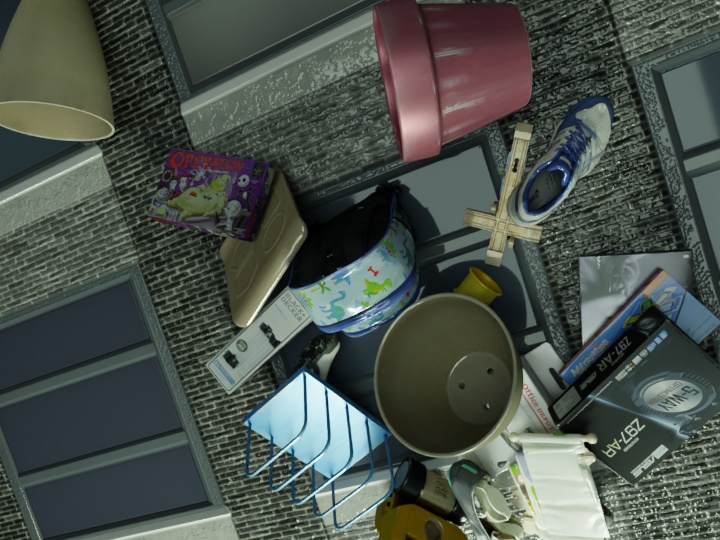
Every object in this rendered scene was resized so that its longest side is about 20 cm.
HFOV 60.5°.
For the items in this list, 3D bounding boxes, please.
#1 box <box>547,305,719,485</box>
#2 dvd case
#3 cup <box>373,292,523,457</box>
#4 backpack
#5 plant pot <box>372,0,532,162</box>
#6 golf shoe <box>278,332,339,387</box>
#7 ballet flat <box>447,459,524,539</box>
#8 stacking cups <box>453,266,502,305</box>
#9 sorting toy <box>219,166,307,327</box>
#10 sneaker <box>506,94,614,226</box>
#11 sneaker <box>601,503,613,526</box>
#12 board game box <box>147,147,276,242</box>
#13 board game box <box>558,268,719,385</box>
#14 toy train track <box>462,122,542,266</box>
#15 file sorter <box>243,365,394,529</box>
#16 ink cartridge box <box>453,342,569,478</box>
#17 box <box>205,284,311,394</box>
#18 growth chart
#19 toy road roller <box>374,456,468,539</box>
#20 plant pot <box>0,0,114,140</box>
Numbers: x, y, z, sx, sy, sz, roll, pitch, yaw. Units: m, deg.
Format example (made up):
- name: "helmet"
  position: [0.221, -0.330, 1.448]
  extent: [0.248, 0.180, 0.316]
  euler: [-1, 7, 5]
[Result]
- name: "box"
  position: [0.376, 0.171, 0.822]
  extent: [0.159, 0.044, 0.201]
  euler: [37, 107, -14]
- name: "dvd case"
  position: [0.384, 0.077, 0.860]
  extent: [0.145, 0.016, 0.205]
  euler: [-3, 98, 17]
- name: "cup"
  position: [0.136, 0.147, 0.825]
  extent: [0.197, 0.143, 0.205]
  euler: [-12, 67, 30]
- name: "backpack"
  position: [0.000, 0.000, 0.866]
  extent: [0.181, 0.201, 0.148]
  euler: [-27, 110, 17]
- name: "plant pot"
  position: [0.120, -0.258, 0.803]
  extent: [0.175, 0.200, 0.205]
  euler: [-12, 96, 2]
- name: "golf shoe"
  position: [-0.074, 0.190, 0.996]
  extent: [0.093, 0.078, 0.202]
  euler: [30, 107, -12]
- name: "ballet flat"
  position: [0.189, 0.354, 0.875]
  extent: [0.072, 0.073, 0.202]
  euler: [-22, 109, 18]
- name: "stacking cups"
  position: [0.130, 0.092, 0.922]
  extent: [0.060, 0.060, 0.202]
  euler: [36, 111, 8]
- name: "sorting toy"
  position: [-0.148, -0.039, 0.937]
  extent: [0.036, 0.201, 0.187]
  euler: [23, 111, -33]
- name: "sneaker"
  position: [0.272, -0.141, 0.808]
  extent: [0.075, 0.088, 0.202]
  euler: [33, 95, 3]
- name: "sneaker"
  position: [0.317, 0.336, 0.897]
  extent: [0.087, 0.074, 0.204]
  euler: [-12, 105, 18]
- name: "board game box"
  position: [-0.235, -0.121, 0.966]
  extent: [0.196, 0.032, 0.122]
  euler: [12, 74, 25]
- name: "board game box"
  position: [0.379, 0.107, 0.848]
  extent: [0.103, 0.019, 0.201]
  euler: [41, 107, 4]
- name: "toy train track"
  position: [0.209, -0.105, 0.873]
  extent: [0.112, 0.032, 0.205]
  euler: [14, 102, 14]
- name: "file sorter"
  position: [-0.060, 0.275, 0.927]
  extent: [0.138, 0.124, 0.199]
  euler: [-40, 119, 18]
- name: "ink cartridge box"
  position: [0.221, 0.209, 0.904]
  extent: [0.199, 0.067, 0.117]
  euler: [-36, 88, 18]
- name: "box"
  position: [-0.137, 0.095, 0.967]
  extent: [0.200, 0.117, 0.060]
  euler: [-43, 86, 17]
- name: "growth chart"
  position: [0.269, 0.307, 0.846]
  extent: [0.143, 0.018, 0.204]
  euler: [-4, 107, 41]
- name: "toy road roller"
  position: [0.079, 0.395, 0.918]
  extent: [0.121, 0.202, 0.146]
  euler: [28, 138, -9]
- name: "plant pot"
  position: [-0.484, -0.333, 0.980]
  extent: [0.183, 0.187, 0.205]
  euler: [-1, 85, 16]
